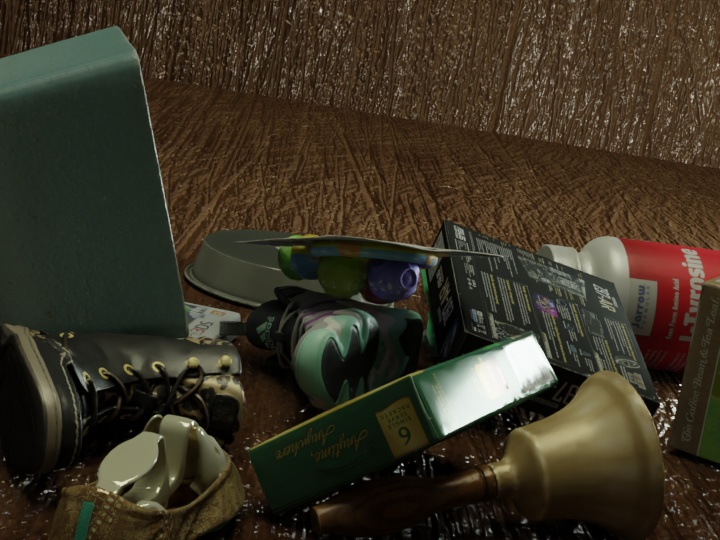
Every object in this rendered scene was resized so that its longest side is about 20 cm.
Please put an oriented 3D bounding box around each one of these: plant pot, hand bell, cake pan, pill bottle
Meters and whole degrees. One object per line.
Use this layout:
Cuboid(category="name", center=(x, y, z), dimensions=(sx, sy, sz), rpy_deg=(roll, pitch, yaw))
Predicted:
Cuboid(category="plant pot", center=(-0.242, -0.051, 1.084), dimensions=(0.199, 0.197, 0.196), rpy_deg=(-11, 16, -10))
Cuboid(category="hand bell", center=(0.065, 0.127, 0.905), dimensions=(0.199, 0.105, 0.104), rpy_deg=(-9, 18, -19))
Cuboid(category="cake pan", center=(-0.064, 0.000, 1.448), dimensions=(0.199, 0.037, 0.200), rpy_deg=(9, 12, -2))
Cuboid(category="pill bottle", center=(0.252, 0.030, 1.371), dimensions=(0.199, 0.113, 0.112), rpy_deg=(7, 12, -11))

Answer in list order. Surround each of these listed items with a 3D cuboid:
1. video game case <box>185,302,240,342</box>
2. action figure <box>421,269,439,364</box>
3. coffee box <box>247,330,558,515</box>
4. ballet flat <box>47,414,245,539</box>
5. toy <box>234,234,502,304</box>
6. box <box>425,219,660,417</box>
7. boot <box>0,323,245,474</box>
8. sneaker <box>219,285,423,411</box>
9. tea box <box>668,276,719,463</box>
Cuboid(category="video game case", center=(-0.207, 0.041, 1.181), dimensions=(0.199, 0.024, 0.182), rpy_deg=(11, 12, 7))
Cuboid(category="action figure", center=(0.085, 0.053, 1.247), dimensions=(0.118, 0.055, 0.200), rpy_deg=(28, 19, -1))
Cuboid(category="coffee box", center=(0.032, 0.088, 0.944), dimensions=(0.123, 0.044, 0.200), rpy_deg=(-27, -6, 27))
Cuboid(category="ballet flat", center=(-0.104, 0.113, 0.819), dimensions=(0.070, 0.066, 0.200), rpy_deg=(11, 12, 9))
Cuboid(category="toy", center=(0.000, 0.000, 1.146), dimensions=(0.115, 0.048, 0.200), rpy_deg=(5, 1, -32))
Cuboid(category="box", center=(0.135, 0.044, 1.199), dimensions=(0.159, 0.044, 0.200), rpy_deg=(20, 23, -12))
Cuboid(category="boot", center=(-0.144, 0.077, 0.947), dimensions=(0.150, 0.074, 0.200), rpy_deg=(5, 4, -19))
Cuboid(category="sneaker", center=(-0.047, 0.054, 1.142), dimensions=(0.139, 0.078, 0.200), rpy_deg=(12, 3, 19))
Cuboid(category="tea box", center=(0.366, 0.084, 1.159), dimensions=(0.196, 0.135, 0.200), rpy_deg=(16, 14, 31))
